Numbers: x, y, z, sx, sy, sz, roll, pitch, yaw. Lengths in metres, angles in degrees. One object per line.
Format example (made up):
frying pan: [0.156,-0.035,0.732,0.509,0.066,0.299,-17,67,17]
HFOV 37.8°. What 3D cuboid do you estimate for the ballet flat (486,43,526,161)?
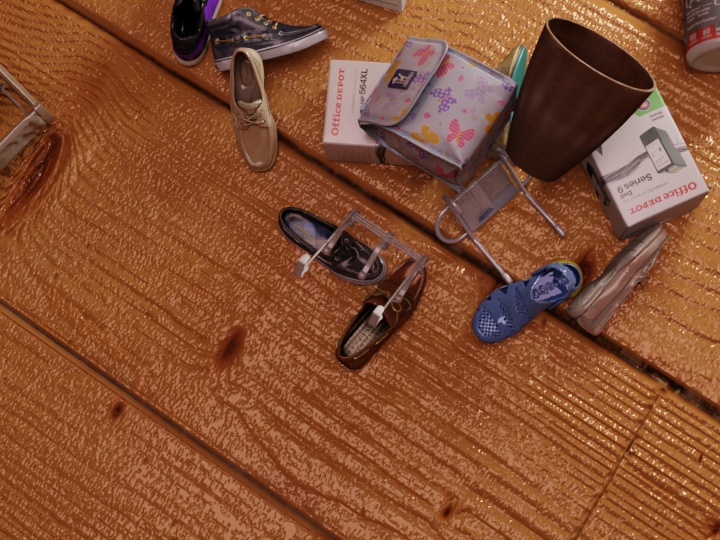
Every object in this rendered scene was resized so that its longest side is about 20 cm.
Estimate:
ballet flat: [0.228,-0.276,1.711,0.070,0.071,0.203,7,79,6]

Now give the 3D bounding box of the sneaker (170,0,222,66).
sneaker: [-0.277,-0.455,1.770,0.069,0.100,0.203,7,79,4]

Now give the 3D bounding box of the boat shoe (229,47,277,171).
boat shoe: [-0.180,-0.261,1.715,0.071,0.065,0.203,-6,99,5]

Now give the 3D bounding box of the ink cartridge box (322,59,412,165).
ink cartridge box: [0.042,-0.254,1.709,0.197,0.084,0.148,4,79,4]

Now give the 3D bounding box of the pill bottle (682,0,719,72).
pill bottle: [0.575,-0.432,1.688,0.114,0.116,0.203,-1,77,4]

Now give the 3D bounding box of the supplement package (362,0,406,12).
supplement package: [0.028,-0.565,1.765,0.154,0.111,0.202,17,80,8]

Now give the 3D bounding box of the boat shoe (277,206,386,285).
boat shoe: [-0.048,-0.044,1.680,0.199,0.066,0.070,34,83,11]

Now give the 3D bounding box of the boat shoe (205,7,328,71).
boat shoe: [-0.157,-0.399,1.749,0.198,0.071,0.092,-15,105,3]

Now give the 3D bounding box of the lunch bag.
lunch bag: [0.112,-0.247,1.599,0.199,0.127,0.170,32,79,15]

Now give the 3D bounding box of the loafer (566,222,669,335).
loafer: [0.409,0.015,1.636,0.200,0.072,0.063,-44,94,1]

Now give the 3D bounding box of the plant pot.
plant pot: [0.306,-0.239,1.570,0.186,0.187,0.201,37,121,11]

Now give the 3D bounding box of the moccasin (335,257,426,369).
moccasin: [0.031,0.063,1.643,0.074,0.078,0.201,43,82,15]

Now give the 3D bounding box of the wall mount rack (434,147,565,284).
wall mount rack: [0.224,-0.088,1.666,0.200,0.075,0.174,-40,116,-2]

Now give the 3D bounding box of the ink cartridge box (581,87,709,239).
ink cartridge box: [0.436,-0.171,1.658,0.145,0.084,0.202,-24,76,0]

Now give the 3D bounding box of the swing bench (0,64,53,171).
swing bench: [-0.640,-0.245,1.745,0.200,0.130,0.199,44,84,7]

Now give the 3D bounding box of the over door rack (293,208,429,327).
over door rack: [0.000,0.000,1.575,0.147,0.067,0.200,33,37,9]

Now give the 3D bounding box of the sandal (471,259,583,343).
sandal: [0.258,0.043,1.625,0.199,0.087,0.080,-35,84,-1]
